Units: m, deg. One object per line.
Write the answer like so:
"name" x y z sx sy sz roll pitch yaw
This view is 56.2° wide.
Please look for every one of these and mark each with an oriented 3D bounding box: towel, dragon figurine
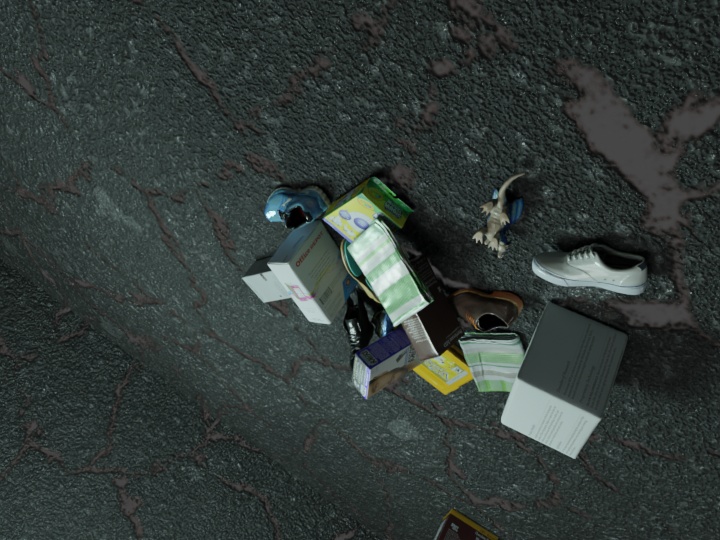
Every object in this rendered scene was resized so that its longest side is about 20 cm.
"towel" 0.316 0.219 1.563 0.146 0.031 0.202 -1 133 29
"towel" 0.057 0.006 1.396 0.202 0.023 0.152 57 144 6
"dragon figurine" 0.251 -0.103 1.195 0.058 0.099 0.204 23 128 21

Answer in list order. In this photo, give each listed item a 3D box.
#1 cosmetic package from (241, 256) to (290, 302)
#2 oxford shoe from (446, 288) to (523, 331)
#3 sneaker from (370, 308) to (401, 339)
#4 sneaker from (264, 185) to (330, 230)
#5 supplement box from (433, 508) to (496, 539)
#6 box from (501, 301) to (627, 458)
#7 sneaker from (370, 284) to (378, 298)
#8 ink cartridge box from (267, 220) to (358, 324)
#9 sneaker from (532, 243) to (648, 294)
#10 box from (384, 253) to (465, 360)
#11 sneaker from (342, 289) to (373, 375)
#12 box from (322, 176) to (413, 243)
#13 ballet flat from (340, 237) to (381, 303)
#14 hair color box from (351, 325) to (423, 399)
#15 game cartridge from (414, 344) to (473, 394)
"cosmetic package" -0.224 0.020 1.815 0.198 0.075 0.102 -14 123 50
"oxford shoe" 0.247 0.088 1.440 0.198 0.073 0.072 -6 131 48
"sneaker" 0.060 0.134 1.667 0.082 0.071 0.200 41 167 14
"sneaker" -0.160 -0.137 1.523 0.197 0.091 0.079 -5 132 47
"supplement box" 0.361 1.018 2.443 0.194 0.201 0.134 29 149 10
"box" 0.401 0.219 1.343 0.168 0.202 0.201 22 148 16
"sneaker" 0.095 0.051 1.554 0.078 0.075 0.200 -19 126 42
"ink cartridge box" -0.109 0.003 1.608 0.083 0.146 0.202 3 137 43
"sneaker" 0.398 -0.015 1.172 0.195 0.074 0.072 8 132 24
"box" 0.133 0.080 1.457 0.074 0.099 0.203 -19 100 52
"sneaker" -0.012 0.157 1.674 0.059 0.203 0.105 -13 134 24
"box" 0.016 -0.118 1.412 0.117 0.049 0.199 38 148 -17
"ballet flat" 0.000 0.000 1.577 0.063 0.069 0.202 14 143 54
"hair color box" 0.074 0.207 1.606 0.065 0.197 0.111 42 144 33
"game cartridge" 0.198 0.235 1.725 0.175 0.033 0.200 37 147 -1
